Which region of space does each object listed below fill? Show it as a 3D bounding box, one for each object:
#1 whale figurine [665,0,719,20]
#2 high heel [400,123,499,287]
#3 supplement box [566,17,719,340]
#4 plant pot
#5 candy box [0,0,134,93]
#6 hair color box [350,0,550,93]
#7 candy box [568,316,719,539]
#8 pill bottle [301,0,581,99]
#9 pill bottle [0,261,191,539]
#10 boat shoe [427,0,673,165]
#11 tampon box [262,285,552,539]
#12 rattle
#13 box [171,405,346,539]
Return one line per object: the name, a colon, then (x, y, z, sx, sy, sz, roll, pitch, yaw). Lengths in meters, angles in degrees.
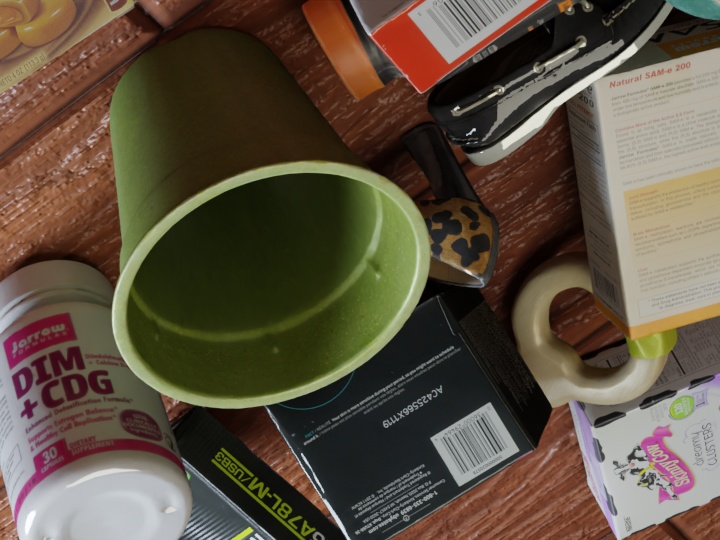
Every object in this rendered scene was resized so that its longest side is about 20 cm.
whale figurine: (0.250, -0.227, 1.340, 0.104, 0.160, 0.200, -11, -179, 45)
high heel: (0.000, 0.000, 1.421, 0.200, 0.143, 0.071, -36, 136, 13)
supplement box: (0.221, -0.067, 1.456, 0.126, 0.074, 0.201, -14, 113, -11)
plant pot: (-0.080, -0.051, 1.302, 0.199, 0.190, 0.200, -13, 137, -13)
candy box: (-0.212, -0.190, 1.081, 0.115, 0.055, 0.200, -35, 138, -8)
hair color box: (0.033, -0.206, 1.191, 0.111, 0.200, 0.064, -35, 135, 11)
candy box: (0.280, 0.118, 1.715, 0.199, 0.072, 0.168, -23, 137, -3)
pill bottle: (0.064, -0.186, 1.295, 0.200, 0.106, 0.106, -30, 137, 7)
pill bottle: (-0.189, 0.095, 1.377, 0.113, 0.200, 0.114, -13, 136, -13)
boat shoe: (0.131, -0.157, 1.382, 0.200, 0.074, 0.060, -40, 121, 12)
tampon box: (0.040, 0.099, 1.481, 0.150, 0.126, 0.200, -32, 178, 9)
rattle: (0.169, 0.039, 1.622, 0.130, 0.143, 0.200, 36, 134, -13)
box: (-0.084, 0.195, 1.505, 0.048, 0.193, 0.200, -48, -177, -25)
